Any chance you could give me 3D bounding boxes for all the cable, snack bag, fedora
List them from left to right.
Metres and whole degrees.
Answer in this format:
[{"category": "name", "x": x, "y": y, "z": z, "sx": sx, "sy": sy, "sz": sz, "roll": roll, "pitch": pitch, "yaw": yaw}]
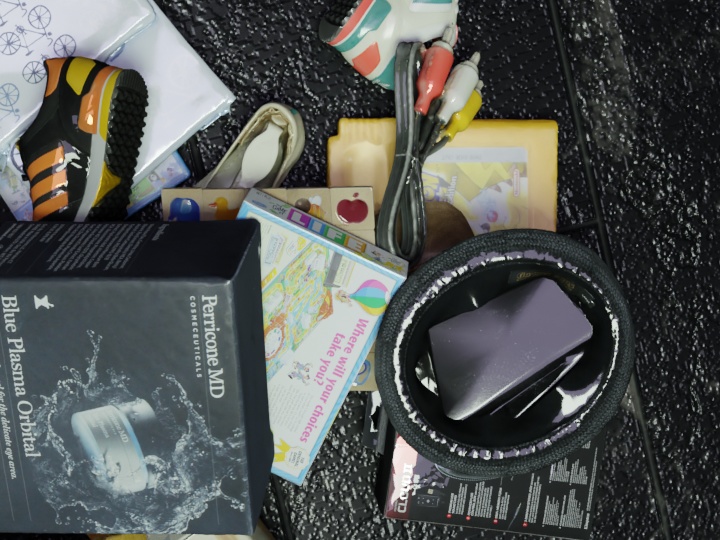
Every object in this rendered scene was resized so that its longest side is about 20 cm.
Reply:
[{"category": "snack bag", "x": -0.231, "y": -0.151, "z": 0.919, "sx": 0.188, "sy": 0.021, "sz": 0.200, "roll": -41, "pitch": 97, "yaw": -2}, {"category": "cable", "x": 0.051, "y": -0.102, "z": 0.893, "sx": 0.097, "sy": 0.050, "sz": 0.202, "roll": 47, "pitch": 49, "yaw": -44}, {"category": "fedora", "x": 0.106, "y": 0.059, "z": 0.873, "sx": 0.198, "sy": 0.092, "sz": 0.204, "roll": 0, "pitch": 96, "yaw": -4}]

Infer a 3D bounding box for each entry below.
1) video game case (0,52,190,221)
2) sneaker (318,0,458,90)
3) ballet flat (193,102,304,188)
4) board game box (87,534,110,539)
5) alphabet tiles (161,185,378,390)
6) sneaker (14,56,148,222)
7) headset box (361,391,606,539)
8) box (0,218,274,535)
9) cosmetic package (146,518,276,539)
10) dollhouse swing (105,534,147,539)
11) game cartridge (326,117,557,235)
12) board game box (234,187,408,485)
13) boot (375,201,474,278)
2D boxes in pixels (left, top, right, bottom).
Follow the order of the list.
[{"category": "video game case", "x": -0.252, "y": -0.126, "z": 0.939, "sx": 0.142, "sy": 0.018, "sz": 0.201, "roll": -33, "pitch": 96, "yaw": -3}, {"category": "sneaker", "x": 0.058, "y": -0.240, "z": 0.946, "sx": 0.093, "sy": 0.070, "sz": 0.200, "roll": 42, "pitch": 86, "yaw": -26}, {"category": "ballet flat", "x": -0.110, "y": -0.052, "z": 0.924, "sx": 0.069, "sy": 0.069, "sz": 0.201, "roll": 31, "pitch": 85, "yaw": -7}, {"category": "board game box", "x": -0.200, "y": 0.120, "z": 0.945, "sx": 0.151, "sy": 0.046, "sz": 0.201, "roll": -35, "pitch": 96, "yaw": -3}, {"category": "alphabet tiles", "x": -0.085, "y": 0.016, "z": 0.890, "sx": 0.197, "sy": 0.008, "sz": 0.169, "roll": 0, "pitch": 110, "yaw": 7}, {"category": "sneaker", "x": -0.233, "y": -0.069, "z": 0.891, "sx": 0.089, "sy": 0.070, "sz": 0.203, "roll": 19, "pitch": 97, "yaw": 15}, {"category": "headset box", "x": 0.101, "y": 0.137, "z": 0.962, "sx": 0.197, "sy": 0.077, "sz": 0.151, "roll": 7, "pitch": 92, "yaw": -5}, {"category": "box", "x": -0.169, "y": 0.075, "z": 0.815, "sx": 0.197, "sy": 0.118, "sz": 0.199, "roll": -1, "pitch": 112, "yaw": 4}, {"category": "cosmetic package", "x": -0.090, "y": 0.254, "z": 0.911, "sx": 0.071, "sy": 0.105, "sz": 0.201, "roll": -34, "pitch": 115, "yaw": -4}, {"category": "dollhouse swing", "x": -0.262, "y": 0.291, "z": 0.859, "sx": 0.198, "sy": 0.176, "sz": 0.184, "roll": -12, "pitch": 95, "yaw": 14}, {"category": "game cartridge", "x": 0.069, "y": -0.040, "z": 0.970, "sx": 0.197, "sy": 0.032, "sz": 0.179, "roll": -1, "pitch": 94, "yaw": -6}, {"category": "board game box", "x": -0.065, "y": 0.055, "z": 0.878, "sx": 0.133, "sy": 0.034, "sz": 0.202, "roll": 25, "pitch": 112, "yaw": -4}, {"category": "boot", "x": 0.000, "y": 0.000, "z": 0.934, "sx": 0.197, "sy": 0.074, "sz": 0.076, "roll": -15, "pitch": 65, "yaw": 2}]
